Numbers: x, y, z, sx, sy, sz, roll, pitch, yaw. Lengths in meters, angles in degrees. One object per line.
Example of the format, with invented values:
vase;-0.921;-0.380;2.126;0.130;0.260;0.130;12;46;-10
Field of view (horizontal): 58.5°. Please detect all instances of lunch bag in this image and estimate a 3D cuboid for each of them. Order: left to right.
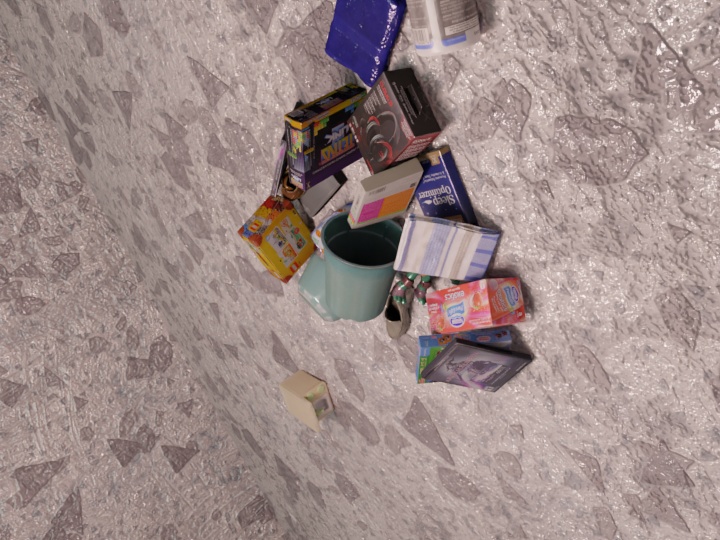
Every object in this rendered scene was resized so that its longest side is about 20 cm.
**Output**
lunch bag;-0.035;-0.073;1.650;0.161;0.075;0.200;53;148;-3

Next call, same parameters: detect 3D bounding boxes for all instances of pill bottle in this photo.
pill bottle;0.128;-0.468;1.058;0.113;0.114;0.201;15;129;46

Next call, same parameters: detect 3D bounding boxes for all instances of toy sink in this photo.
toy sink;-0.175;0.453;2.253;0.199;0.112;0.131;18;131;51

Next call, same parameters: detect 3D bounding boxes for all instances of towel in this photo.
towel;0.010;-0.479;1.268;0.147;0.050;0.200;40;144;12
towel;0.175;-0.041;1.324;0.198;0.024;0.148;10;130;-5

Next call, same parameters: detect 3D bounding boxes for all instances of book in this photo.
book;0.048;-0.156;1.365;0.048;0.133;0.200;64;164;12

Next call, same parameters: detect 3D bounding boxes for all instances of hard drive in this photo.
hard drive;-0.122;-0.237;1.656;0.140;0.033;0.200;55;148;2

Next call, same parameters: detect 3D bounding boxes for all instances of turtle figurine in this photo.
turtle figurine;0.154;-0.006;1.445;0.149;0.101;0.201;16;133;-16

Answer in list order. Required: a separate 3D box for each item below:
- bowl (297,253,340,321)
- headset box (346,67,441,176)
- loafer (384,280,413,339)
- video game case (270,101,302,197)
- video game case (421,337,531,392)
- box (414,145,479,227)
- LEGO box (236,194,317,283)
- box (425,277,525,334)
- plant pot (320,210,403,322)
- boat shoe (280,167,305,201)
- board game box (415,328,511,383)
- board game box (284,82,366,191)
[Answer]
bowl;-0.095;0.063;1.750;0.201;0.105;0.201;44;171;9
headset box;0.068;-0.296;1.294;0.200;0.075;0.150;-38;73;57
loafer;0.087;0.110;1.650;0.070;0.070;0.201;35;142;29
video game case;-0.185;-0.299;1.600;0.019;0.144;0.200;18;143;-5
video game case;0.253;0.210;1.406;0.143;0.199;0.019;-54;32;41
box;0.171;-0.153;1.351;0.121;0.032;0.201;-6;114;54
LEGO box;-0.219;-0.085;1.750;0.077;0.149;0.200;28;160;37
box;0.241;0.078;1.371;0.200;0.102;0.096;-19;76;56
plant pot;0.000;0.000;1.488;0.200;0.200;0.197;36;138;28
boat shoe;-0.172;-0.230;1.633;0.072;0.068;0.200;51;148;5
board game box;0.226;0.193;1.436;0.152;0.198;0.037;88;176;-49
board game box;-0.071;-0.289;1.391;0.057;0.200;0.166;30;140;31
